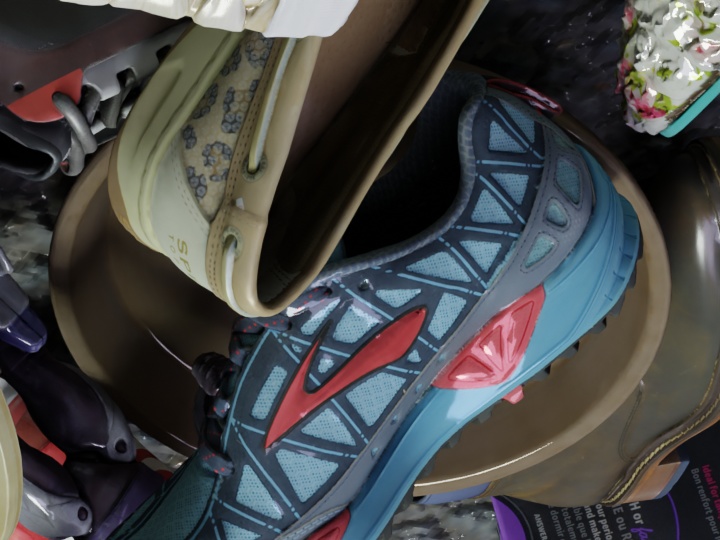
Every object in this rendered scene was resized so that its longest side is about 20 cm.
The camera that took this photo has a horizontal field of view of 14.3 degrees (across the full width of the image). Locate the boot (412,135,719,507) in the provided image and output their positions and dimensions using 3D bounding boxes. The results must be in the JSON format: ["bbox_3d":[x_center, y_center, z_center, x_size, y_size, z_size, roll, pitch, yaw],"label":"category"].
[{"bbox_3d":[0.073,0.029,0.992,0.096,0.075,0.200,-9,147,-15],"label":"boot"}]

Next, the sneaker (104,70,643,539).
[{"bbox_3d":[-0.016,0.020,0.833,0.200,0.079,0.096,-44,119,-11],"label":"sneaker"}]

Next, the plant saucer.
[{"bbox_3d":[0.000,0.000,0.921,0.199,0.030,0.201,2,135,2],"label":"plant saucer"}]

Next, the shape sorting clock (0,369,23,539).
[{"bbox_3d":[-0.171,0.007,0.799,0.039,0.200,0.200,-45,158,-29],"label":"shape sorting clock"}]

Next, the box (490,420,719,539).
[{"bbox_3d":[0.162,0.121,1.112,0.199,0.123,0.106,-17,145,2],"label":"box"}]

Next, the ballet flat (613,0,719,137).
[{"bbox_3d":[0.123,-0.123,0.822,0.064,0.076,0.200,35,123,-11],"label":"ballet flat"}]

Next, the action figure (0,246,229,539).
[{"bbox_3d":[-0.086,0.064,0.885,0.200,0.130,0.069,44,141,-16],"label":"action figure"}]

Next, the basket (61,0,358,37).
[{"bbox_3d":[-0.044,-0.165,0.627,0.123,0.136,0.200,3,142,-18],"label":"basket"}]

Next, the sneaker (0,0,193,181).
[{"bbox_3d":[-0.076,-0.057,0.805,0.199,0.082,0.077,-10,145,-8],"label":"sneaker"}]

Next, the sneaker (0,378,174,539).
[{"bbox_3d":[-0.113,0.122,0.998,0.078,0.115,0.200,-44,165,-38],"label":"sneaker"}]

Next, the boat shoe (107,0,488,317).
[{"bbox_3d":[0.011,-0.080,0.766,0.073,0.063,0.201,24,100,-46],"label":"boat shoe"}]
